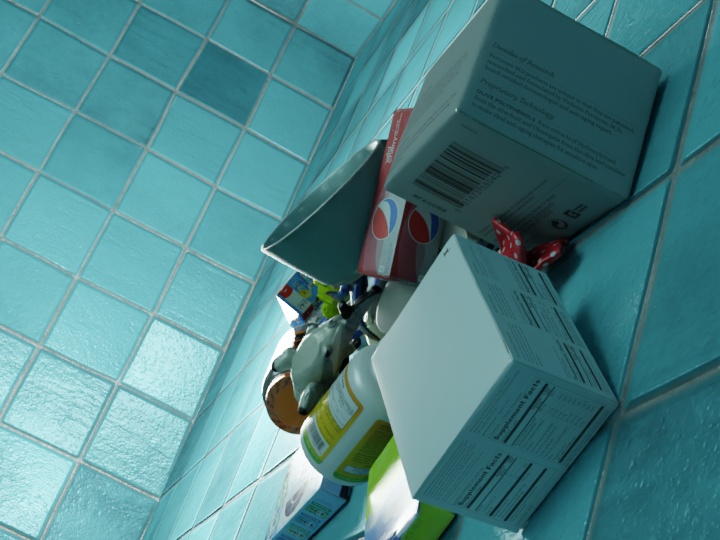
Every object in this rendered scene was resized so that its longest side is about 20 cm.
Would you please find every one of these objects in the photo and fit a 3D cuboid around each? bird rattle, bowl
[{"bbox_3d":[0.146,0.054,1.181,0.200,0.113,0.163,-43,31,26],"label":"bird rattle"},{"bbox_3d":[-0.016,-0.058,1.421,0.201,0.105,0.201,-42,11,10],"label":"bowl"}]

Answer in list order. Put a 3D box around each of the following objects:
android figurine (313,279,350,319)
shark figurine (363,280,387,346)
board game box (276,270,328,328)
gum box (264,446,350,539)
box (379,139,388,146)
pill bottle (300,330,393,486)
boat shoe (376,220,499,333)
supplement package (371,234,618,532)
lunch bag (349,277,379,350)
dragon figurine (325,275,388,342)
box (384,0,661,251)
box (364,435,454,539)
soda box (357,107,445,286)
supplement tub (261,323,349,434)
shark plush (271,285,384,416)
[{"bbox_3d":[-0.007,-0.004,1.799,0.200,0.041,0.182,-3,-61,-59],"label":"android figurine"},{"bbox_3d":[0.044,0.083,1.524,0.128,0.089,0.215,-33,40,18],"label":"shark figurine"},{"bbox_3d":[-0.046,0.011,1.917,0.196,0.056,0.200,-50,-13,-11],"label":"board game box"},{"bbox_3d":[-0.060,0.289,1.613,0.200,0.044,0.170,-53,14,44],"label":"gum box"},{"bbox_3d":[0.085,-0.101,1.545,0.200,0.106,0.122,9,64,57],"label":"box"},{"bbox_3d":[0.018,0.160,1.380,0.200,0.111,0.111,-54,13,35],"label":"pill bottle"},{"bbox_3d":[0.106,0.013,1.364,0.200,0.093,0.075,-49,42,34],"label":"boat shoe"},{"bbox_3d":[0.108,0.095,1.009,0.156,0.111,0.200,-58,24,23],"label":"supplement package"},{"bbox_3d":[0.050,0.018,1.673,0.161,0.082,0.200,-38,27,58],"label":"lunch bag"},{"bbox_3d":[0.000,0.000,1.518,0.099,0.059,0.200,-43,40,10],"label":"dragon figurine"},{"bbox_3d":[0.166,-0.146,1.202,0.199,0.200,0.172,-43,24,62],"label":"box"},{"bbox_3d":[0.049,0.239,1.206,0.122,0.048,0.200,-58,11,24],"label":"box"},{"bbox_3d":[0.060,-0.085,1.329,0.070,0.063,0.201,6,83,56],"label":"soda box"},{"bbox_3d":[-0.084,0.168,1.769,0.123,0.122,0.200,-59,5,17],"label":"supplement tub"},{"bbox_3d":[-0.036,0.092,1.455,0.091,0.083,0.200,40,113,41],"label":"shark plush"}]
